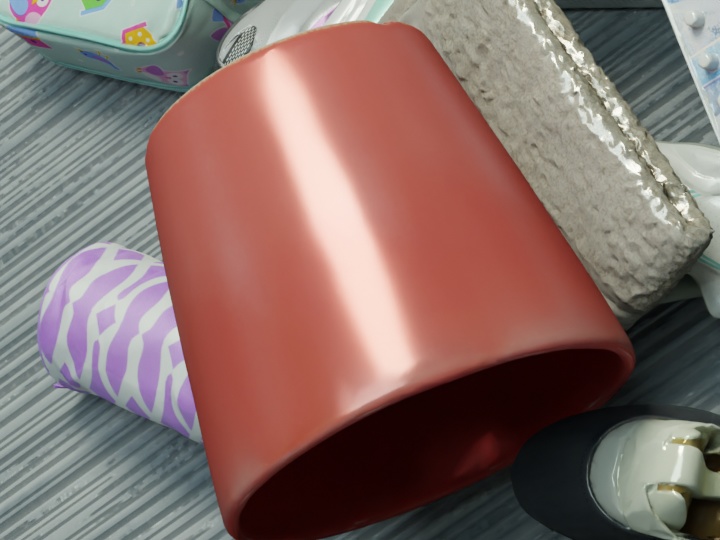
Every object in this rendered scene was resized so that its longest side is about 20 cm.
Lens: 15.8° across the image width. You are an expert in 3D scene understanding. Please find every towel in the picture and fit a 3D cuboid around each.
[{"bbox_3d":[0.073,-0.055,1.200,0.201,0.034,0.133,56,140,18],"label":"towel"}]

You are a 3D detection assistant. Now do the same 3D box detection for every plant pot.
[{"bbox_3d":[0.000,0.000,1.147,0.200,0.200,0.178,-28,72,17],"label":"plant pot"}]

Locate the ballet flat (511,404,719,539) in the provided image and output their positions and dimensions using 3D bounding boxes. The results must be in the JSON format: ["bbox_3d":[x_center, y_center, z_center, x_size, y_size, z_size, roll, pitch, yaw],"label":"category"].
[{"bbox_3d":[0.161,0.092,1.116,0.198,0.073,0.074,9,75,12],"label":"ballet flat"}]

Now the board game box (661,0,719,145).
[{"bbox_3d":[0.202,-0.126,1.043,0.200,0.026,0.201,-32,71,38],"label":"board game box"}]

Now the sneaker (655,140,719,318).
[{"bbox_3d":[0.117,-0.030,1.226,0.199,0.070,0.081,20,91,36],"label":"sneaker"}]

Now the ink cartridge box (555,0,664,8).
[{"bbox_3d":[0.130,-0.175,1.220,0.199,0.160,0.048,1,72,29],"label":"ink cartridge box"}]

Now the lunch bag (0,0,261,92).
[{"bbox_3d":[-0.113,-0.204,1.422,0.160,0.077,0.201,12,77,35],"label":"lunch bag"}]

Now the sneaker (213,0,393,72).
[{"bbox_3d":[-0.037,-0.072,1.333,0.139,0.078,0.201,6,65,33],"label":"sneaker"}]

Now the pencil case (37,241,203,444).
[{"bbox_3d":[-0.073,0.053,1.299,0.199,0.084,0.086,26,126,35],"label":"pencil case"}]
